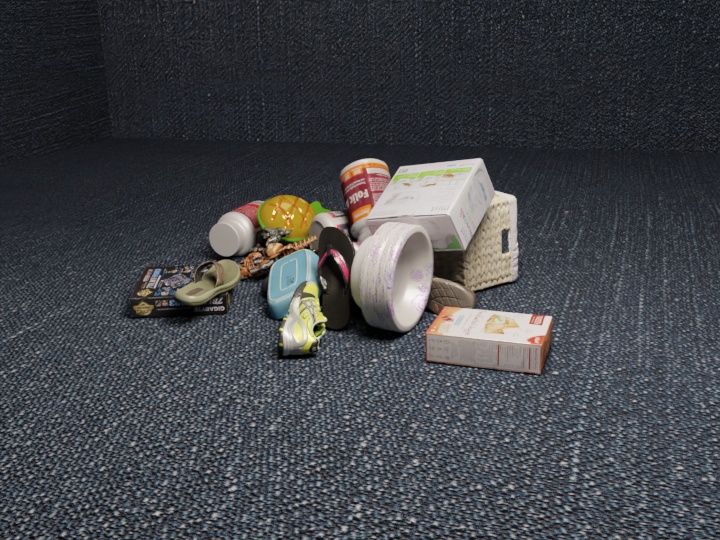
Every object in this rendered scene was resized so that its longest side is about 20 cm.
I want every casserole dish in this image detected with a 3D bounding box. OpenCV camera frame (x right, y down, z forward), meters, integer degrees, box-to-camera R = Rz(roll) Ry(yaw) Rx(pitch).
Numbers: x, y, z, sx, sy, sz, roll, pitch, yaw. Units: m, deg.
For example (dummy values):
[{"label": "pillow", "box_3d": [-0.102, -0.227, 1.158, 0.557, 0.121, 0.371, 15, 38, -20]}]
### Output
[{"label": "casserole dish", "box_3d": [-0.138, 0.021, 1.685, 0.121, 0.039, 0.200, -25, 32, 12]}]

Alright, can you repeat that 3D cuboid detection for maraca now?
[{"label": "maraca", "box_3d": [-0.154, -0.123, 2.008, 0.199, 0.107, 0.138, -1, 56, -27]}]

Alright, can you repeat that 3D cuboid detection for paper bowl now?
[{"label": "paper bowl", "box_3d": [0.054, 0.009, 1.556, 0.104, 0.202, 0.200, 8, 20, 28]}]

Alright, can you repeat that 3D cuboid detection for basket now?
[{"label": "basket", "box_3d": [0.223, -0.070, 1.814, 0.160, 0.199, 0.200, -19, 24, -34]}]

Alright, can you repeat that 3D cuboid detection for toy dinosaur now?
[{"label": "toy dinosaur", "box_3d": [-0.191, -0.031, 1.890, 0.199, 0.103, 0.136, -1, 21, 8]}]

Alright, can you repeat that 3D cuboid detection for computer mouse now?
[{"label": "computer mouse", "box_3d": [-0.154, -0.005, 1.829, 0.058, 0.034, 0.200, -9, 23, 35]}]

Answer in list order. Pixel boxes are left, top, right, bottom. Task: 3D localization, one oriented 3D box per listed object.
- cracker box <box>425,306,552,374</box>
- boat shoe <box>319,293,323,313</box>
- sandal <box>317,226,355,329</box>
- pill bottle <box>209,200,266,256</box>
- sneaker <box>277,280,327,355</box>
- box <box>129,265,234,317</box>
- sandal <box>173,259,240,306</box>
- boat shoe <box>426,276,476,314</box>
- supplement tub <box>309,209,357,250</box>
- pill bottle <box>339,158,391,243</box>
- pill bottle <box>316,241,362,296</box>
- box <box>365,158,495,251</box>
[{"label": "cracker box", "box_3d": [0.225, 0.118, 1.439, 0.199, 0.058, 0.134, 5, 19, 19]}, {"label": "boat shoe", "box_3d": [-0.086, 0.043, 1.695, 0.071, 0.068, 0.200, -2, 19, -2]}, {"label": "sandal", "box_3d": [-0.049, 0.010, 1.577, 0.075, 0.201, 0.045, -8, -13, 24]}, {"label": "pill bottle", "box_3d": [-0.294, -0.102, 2.094, 0.112, 0.113, 0.200, 5, 18, 21]}, {"label": "sneaker", "box_3d": [-0.097, 0.093, 1.524, 0.076, 0.076, 0.200, 9, 36, 4]}, {"label": "box", "box_3d": [-0.371, 0.040, 1.756, 0.197, 0.050, 0.200, -3, 19, -4]}, {"label": "sandal", "box_3d": [-0.302, 0.014, 1.668, 0.079, 0.058, 0.201, 6, 20, 17]}, {"label": "boat shoe", "box_3d": [0.151, 0.039, 1.669, 0.199, 0.075, 0.073, 13, 23, 36]}, {"label": "supplement tub", "box_3d": [-0.007, -0.076, 1.938, 0.199, 0.141, 0.140, -10, 19, -26]}, {"label": "pill bottle", "box_3d": [0.025, -0.134, 1.828, 0.113, 0.201, 0.114, -10, -23, -4]}, {"label": "pill bottle", "box_3d": [0.000, 0.000, 1.698, 0.111, 0.112, 0.200, 6, 1, 23]}, {"label": "box", "box_3d": [0.140, -0.129, 1.654, 0.199, 0.097, 0.177, -1, 43, 37]}]
